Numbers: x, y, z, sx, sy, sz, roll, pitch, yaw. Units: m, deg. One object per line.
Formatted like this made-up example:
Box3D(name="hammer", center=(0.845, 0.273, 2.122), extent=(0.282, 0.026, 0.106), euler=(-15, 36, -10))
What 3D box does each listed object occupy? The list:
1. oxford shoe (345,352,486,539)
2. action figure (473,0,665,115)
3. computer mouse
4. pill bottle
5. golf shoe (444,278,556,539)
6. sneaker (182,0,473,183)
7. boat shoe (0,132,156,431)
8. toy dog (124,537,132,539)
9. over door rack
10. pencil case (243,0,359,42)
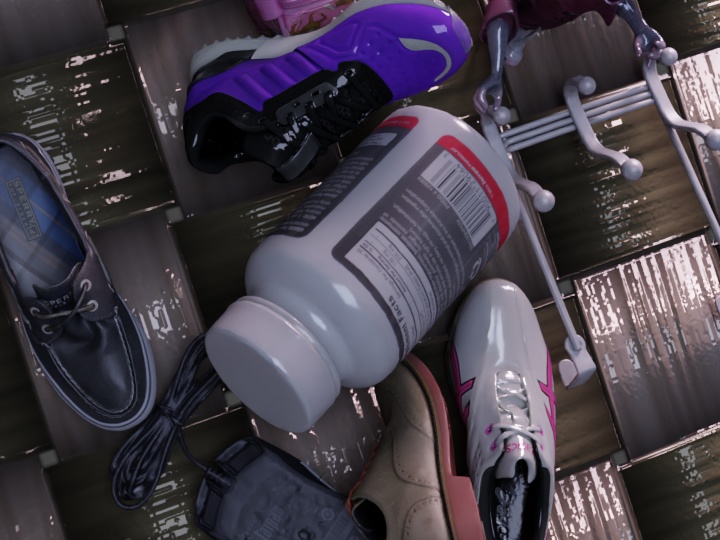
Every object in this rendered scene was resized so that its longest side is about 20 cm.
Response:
Box3D(name="oxford shoe", center=(0.024, 0.121, 0.824), extent=(0.074, 0.201, 0.071), euler=(-13, 124, -3))
Box3D(name="action figure", center=(0.126, -0.191, 0.856), extent=(0.133, 0.200, 0.150), euler=(-18, 90, -29))
Box3D(name="computer mouse", center=(-0.049, 0.127, 0.869), extent=(0.199, 0.046, 0.141), euler=(28, 84, 1))
Box3D(name="pill bottle", center=(0.000, 0.000, 0.825), extent=(0.111, 0.111, 0.200), euler=(47, 63, -7))
Box3D(name="golf shoe", center=(0.101, 0.104, 0.883), extent=(0.072, 0.092, 0.202), euler=(-1, 85, -13))
Box3D(name="sneaker", center=(-0.025, -0.099, 0.819), extent=(0.070, 0.199, 0.100), euler=(49, 41, -43))
Box3D(name="boat shoe", center=(-0.184, 0.006, 0.823), extent=(0.069, 0.066, 0.201), euler=(-21, 89, -4))
Box3D(name="toy dog", center=(-0.108, 0.267, 0.773), extent=(0.200, 0.194, 0.140), euler=(45, 65, -1))
Box3D(name="over door rack", center=(0.183, -0.039, 0.919), extent=(0.147, 0.067, 0.202), euler=(-19, 91, -14))
Box3D(name="pencil case", center=(0.012, -0.214, 0.884), extent=(0.199, 0.087, 0.083), euler=(-24, 82, -13))
